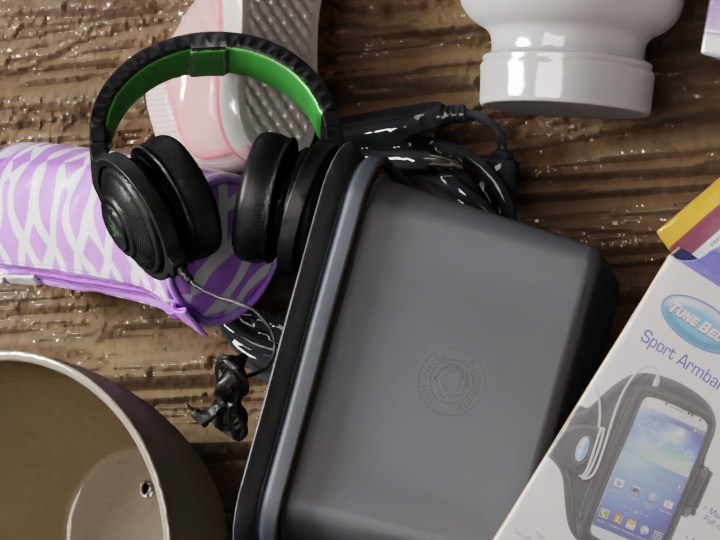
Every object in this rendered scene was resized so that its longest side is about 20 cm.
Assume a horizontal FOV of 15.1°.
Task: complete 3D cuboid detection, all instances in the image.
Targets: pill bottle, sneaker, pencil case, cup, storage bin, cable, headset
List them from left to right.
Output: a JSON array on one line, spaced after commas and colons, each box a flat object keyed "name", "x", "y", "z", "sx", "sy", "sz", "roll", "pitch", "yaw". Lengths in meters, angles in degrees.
[{"name": "cup", "x": -0.149, "y": 0.145, "z": 1.435, "sx": 0.199, "sy": 0.143, "sz": 0.202, "roll": -2, "pitch": 86, "yaw": 27}, {"name": "pencil case", "x": -0.130, "y": -0.020, "z": 1.433, "sx": 0.199, "sy": 0.084, "sz": 0.086, "roll": 7, "pitch": 54, "yaw": 48}, {"name": "headset", "x": -0.067, "y": -0.022, "z": 1.319, "sx": 0.123, "sy": 0.094, "sz": 0.201, "roll": -3, "pitch": 55, "yaw": -5}, {"name": "sneaker", "x": -0.066, "y": -0.141, "z": 1.444, "sx": 0.104, "sy": 0.075, "sz": 0.201, "roll": -18, "pitch": 60, "yaw": 52}, {"name": "cable", "x": 0.000, "y": 0.000, "z": 1.424, "sx": 0.199, "sy": 0.051, "sz": 0.164, "roll": -9, "pitch": 91, "yaw": 31}, {"name": "storage bin", "x": 0.040, "y": 0.060, "z": 1.299, "sx": 0.134, "sy": 0.146, "sz": 0.201, "roll": 14, "pitch": 81, "yaw": 16}, {"name": "pill bottle", "x": 0.106, "y": -0.178, "z": 1.335, "sx": 0.112, "sy": 0.113, "sz": 0.201, "roll": 3, "pitch": 88, "yaw": 28}]

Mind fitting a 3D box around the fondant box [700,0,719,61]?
[{"name": "fondant box", "x": 0.271, "y": -0.156, "z": 1.279, "sx": 0.199, "sy": 0.058, "sz": 0.145, "roll": 10, "pitch": 92, "yaw": 29}]

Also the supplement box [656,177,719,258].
[{"name": "supplement box", "x": 0.247, "y": 0.027, "z": 1.264, "sx": 0.110, "sy": 0.086, "sz": 0.200, "roll": -41, "pitch": 70, "yaw": 18}]

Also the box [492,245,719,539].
[{"name": "box", "x": 0.146, "y": 0.086, "z": 1.181, "sx": 0.119, "sy": 0.041, "sz": 0.201, "roll": 33, "pitch": 101, "yaw": 8}]
